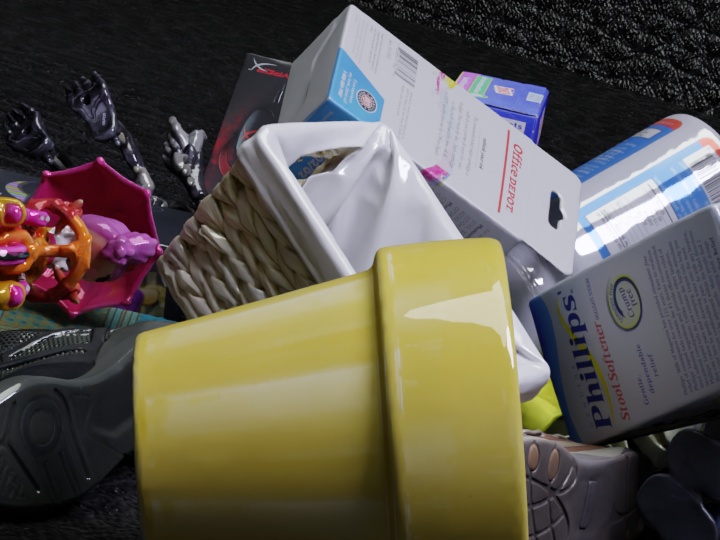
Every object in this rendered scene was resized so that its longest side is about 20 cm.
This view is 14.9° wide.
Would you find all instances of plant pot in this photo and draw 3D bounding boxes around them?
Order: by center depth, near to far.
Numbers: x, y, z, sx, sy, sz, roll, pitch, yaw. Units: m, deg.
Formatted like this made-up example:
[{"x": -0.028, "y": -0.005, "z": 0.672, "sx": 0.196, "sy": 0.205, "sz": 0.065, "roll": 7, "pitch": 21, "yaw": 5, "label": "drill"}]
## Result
[{"x": -0.016, "y": 0.090, "z": 1.383, "sx": 0.188, "sy": 0.202, "sz": 0.201, "roll": -4, "pitch": 12, "yaw": -1, "label": "plant pot"}]

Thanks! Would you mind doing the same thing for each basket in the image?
[{"x": -0.008, "y": 0.026, "z": 1.633, "sx": 0.135, "sy": 0.123, "sz": 0.201, "roll": -6, "pitch": 58, "yaw": -53, "label": "basket"}]

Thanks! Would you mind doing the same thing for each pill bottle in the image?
[{"x": 0.162, "y": -0.014, "z": 1.860, "sx": 0.199, "sy": 0.113, "sz": 0.112, "roll": -29, "pitch": 28, "yaw": -20, "label": "pill bottle"}]

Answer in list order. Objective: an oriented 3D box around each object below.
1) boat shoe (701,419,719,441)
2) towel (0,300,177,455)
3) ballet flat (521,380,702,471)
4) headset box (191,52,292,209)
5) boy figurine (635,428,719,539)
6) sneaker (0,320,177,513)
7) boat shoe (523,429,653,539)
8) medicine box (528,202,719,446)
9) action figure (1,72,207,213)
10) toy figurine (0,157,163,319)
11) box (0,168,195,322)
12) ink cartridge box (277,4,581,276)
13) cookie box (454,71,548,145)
[{"x": 0.257, "y": 0.124, "z": 1.820, "sx": 0.066, "sy": 0.070, "sz": 0.200, "roll": 16, "pitch": 5, "yaw": 13, "label": "boat shoe"}, {"x": -0.174, "y": 0.060, "z": 1.658, "sx": 0.199, "sy": 0.022, "sz": 0.147, "roll": 12, "pitch": 29, "yaw": 3, "label": "towel"}, {"x": 0.175, "y": 0.105, "z": 1.849, "sx": 0.199, "sy": 0.067, "sz": 0.067, "roll": 3, "pitch": 36, "yaw": -32, "label": "ballet flat"}, {"x": -0.042, "y": -0.043, "z": 2.030, "sx": 0.148, "sy": 0.201, "sz": 0.075, "roll": 14, "pitch": -19, "yaw": 13, "label": "headset box"}, {"x": 0.244, "y": 0.118, "z": 1.667, "sx": 0.064, "sy": 0.125, "sz": 0.200, "roll": 38, "pitch": 23, "yaw": 21, "label": "boy figurine"}, {"x": -0.186, "y": 0.082, "z": 1.518, "sx": 0.114, "sy": 0.077, "sz": 0.199, "roll": -6, "pitch": 16, "yaw": 33, "label": "sneaker"}, {"x": 0.093, "y": 0.127, "z": 1.605, "sx": 0.072, "sy": 0.076, "sz": 0.200, "roll": 16, "pitch": 2, "yaw": 38, "label": "boat shoe"}, {"x": 0.236, "y": 0.024, "z": 1.664, "sx": 0.181, "sy": 0.104, "sz": 0.200, "roll": -10, "pitch": -12, "yaw": -33, "label": "medicine box"}, {"x": -0.153, "y": -0.053, "z": 1.913, "sx": 0.200, "sy": 0.118, "sz": 0.102, "roll": 50, "pitch": 14, "yaw": -37, "label": "action figure"}, {"x": -0.194, "y": -0.019, "z": 1.618, "sx": 0.183, "sy": 0.151, "sz": 0.200, "roll": -4, "pitch": 6, "yaw": -35, "label": "toy figurine"}, {"x": -0.170, "y": 0.011, "z": 1.783, "sx": 0.199, "sy": 0.107, "sz": 0.122, "roll": 13, "pitch": 12, "yaw": 0, "label": "box"}, {"x": 0.044, "y": -0.065, "z": 1.770, "sx": 0.200, "sy": 0.068, "sz": 0.115, "roll": 36, "pitch": 34, "yaw": -17, "label": "ink cartridge box"}, {"x": 0.084, "y": -0.039, "z": 2.074, "sx": 0.075, "sy": 0.201, "sz": 0.171, "roll": 13, "pitch": 11, "yaw": 5, "label": "cookie box"}]
